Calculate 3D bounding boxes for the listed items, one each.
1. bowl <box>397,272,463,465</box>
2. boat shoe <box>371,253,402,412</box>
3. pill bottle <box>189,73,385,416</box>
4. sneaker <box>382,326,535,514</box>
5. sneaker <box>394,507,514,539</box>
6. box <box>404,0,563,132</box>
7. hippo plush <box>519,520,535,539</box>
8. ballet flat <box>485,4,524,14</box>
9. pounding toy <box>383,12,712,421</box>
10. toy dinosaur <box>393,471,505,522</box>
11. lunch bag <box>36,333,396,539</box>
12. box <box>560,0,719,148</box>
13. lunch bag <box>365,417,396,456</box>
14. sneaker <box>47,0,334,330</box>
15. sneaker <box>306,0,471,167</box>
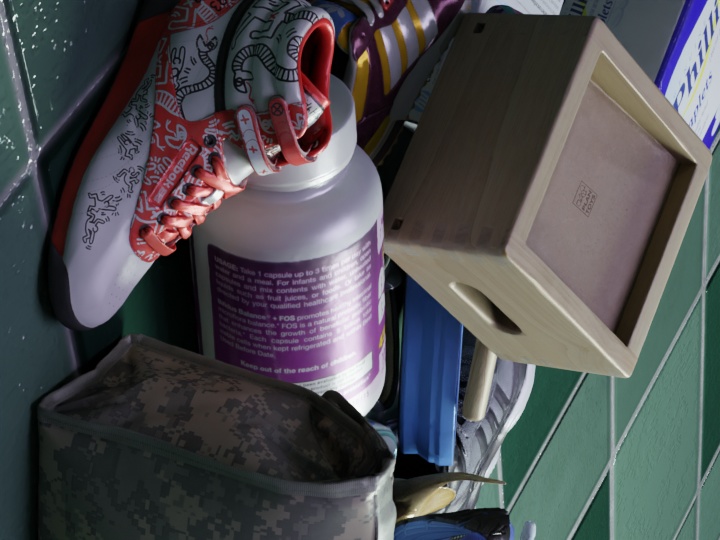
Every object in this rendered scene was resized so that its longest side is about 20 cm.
[{"bbox_3d":[0.050,0.030,1.637,0.201,0.039,0.203,3,90,-87],"label":"bowl"},{"bbox_3d":[0.000,0.000,1.551,0.076,0.060,0.201,-50,148,-46],"label":"boat shoe"},{"bbox_3d":[-0.041,-0.011,1.374,0.112,0.111,0.201,-52,150,-44],"label":"pill bottle"},{"bbox_3d":[0.066,0.104,1.762,0.202,0.075,0.114,-70,161,-3],"label":"sneaker"},{"bbox_3d":[0.044,0.211,1.602,0.075,0.079,0.200,-6,158,-33],"label":"sneaker"},{"bbox_3d":[0.091,-0.175,1.628,0.156,0.041,0.202,26,81,-68],"label":"box"},{"bbox_3d":[0.067,0.299,1.736,0.200,0.160,0.161,-38,162,12],"label":"hippo plush"},{"bbox_3d":[0.100,-0.086,1.580,0.071,0.069,0.201,-108,-169,-50],"label":"ballet flat"},{"bbox_3d":[0.102,-0.024,1.474,0.200,0.141,0.185,42,64,-44],"label":"pounding toy"},{"bbox_3d":[0.022,0.158,1.645,0.200,0.100,0.059,125,-45,-60],"label":"toy dinosaur"},{"bbox_3d":[-0.067,0.145,1.302,0.118,0.199,0.165,-39,139,-54],"label":"lunch bag"},{"bbox_3d":[0.230,-0.180,1.930,0.185,0.104,0.200,-67,157,-18],"label":"box"},{"bbox_3d":[-0.052,0.157,1.513,0.200,0.077,0.162,-4,107,-67],"label":"lunch bag"},{"bbox_3d":[-0.082,-0.055,1.248,0.203,0.107,0.067,-70,158,-9],"label":"sneaker"},{"bbox_3d":[0.008,-0.152,1.435,0.090,0.075,0.201,31,79,-60],"label":"sneaker"}]
